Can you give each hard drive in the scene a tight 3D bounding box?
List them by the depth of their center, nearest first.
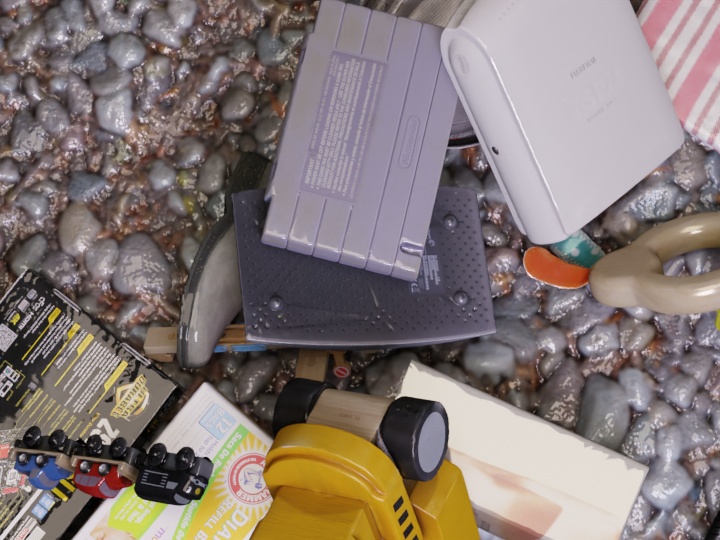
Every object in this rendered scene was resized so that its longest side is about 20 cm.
[{"bbox_3d":[0.000,0.000,1.568,0.198,0.042,0.136,-1,67,-15],"label":"hard drive"}]

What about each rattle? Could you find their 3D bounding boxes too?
[{"bbox_3d":[0.243,0.030,1.613,0.198,0.143,0.131,-11,43,15],"label":"rattle"}]

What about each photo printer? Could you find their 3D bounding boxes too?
[{"bbox_3d":[0.155,-0.147,1.573,0.166,0.069,0.201,-36,110,-30],"label":"photo printer"}]

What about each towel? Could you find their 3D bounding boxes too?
[{"bbox_3d":[0.313,-0.166,1.658,0.199,0.030,0.147,32,80,12],"label":"towel"}]

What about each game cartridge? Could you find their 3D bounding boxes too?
[{"bbox_3d":[0.003,-0.102,1.553,0.128,0.038,0.202,13,74,3],"label":"game cartridge"}]

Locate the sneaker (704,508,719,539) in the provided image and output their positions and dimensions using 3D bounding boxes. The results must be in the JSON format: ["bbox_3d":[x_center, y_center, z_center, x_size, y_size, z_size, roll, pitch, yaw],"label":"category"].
[{"bbox_3d":[0.336,0.173,1.550,0.088,0.074,0.201,37,89,6],"label":"sneaker"}]

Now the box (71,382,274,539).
[{"bbox_3d":[-0.136,0.202,1.553,0.112,0.101,0.200,38,81,11],"label":"box"}]

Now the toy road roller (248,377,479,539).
[{"bbox_3d":[-0.006,0.183,1.445,0.122,0.201,0.147,8,49,27],"label":"toy road roller"}]

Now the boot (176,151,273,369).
[{"bbox_3d":[-0.061,0.001,1.599,0.129,0.068,0.201,18,63,7],"label":"boot"}]

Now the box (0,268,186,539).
[{"bbox_3d":[-0.262,0.124,1.604,0.159,0.049,0.201,36,82,8],"label":"box"}]

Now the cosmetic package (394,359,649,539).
[{"bbox_3d":[0.112,0.156,1.553,0.199,0.103,0.088,24,78,9],"label":"cosmetic package"}]

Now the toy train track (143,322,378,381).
[{"bbox_3d":[-0.073,0.060,1.613,0.198,0.033,0.115,-2,43,11],"label":"toy train track"}]

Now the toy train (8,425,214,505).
[{"bbox_3d":[-0.190,0.148,1.508,0.199,0.034,0.046,3,69,38],"label":"toy train"}]

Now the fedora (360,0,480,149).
[{"bbox_3d":[0.083,-0.198,1.641,0.199,0.090,0.177,-37,78,-6],"label":"fedora"}]
